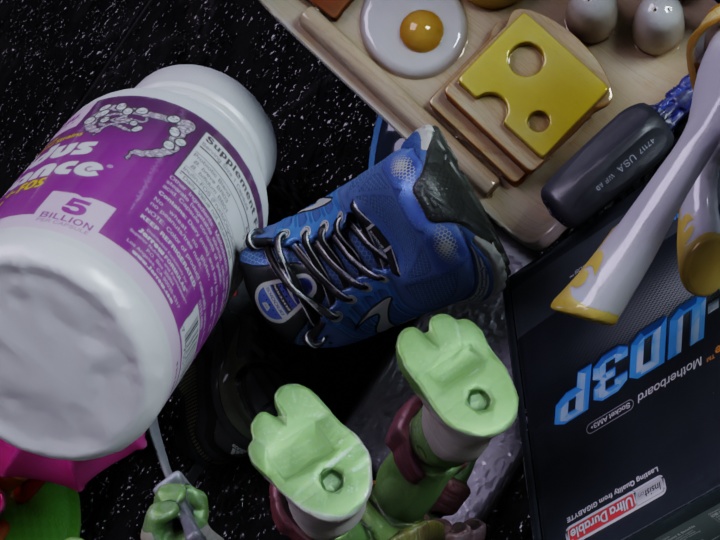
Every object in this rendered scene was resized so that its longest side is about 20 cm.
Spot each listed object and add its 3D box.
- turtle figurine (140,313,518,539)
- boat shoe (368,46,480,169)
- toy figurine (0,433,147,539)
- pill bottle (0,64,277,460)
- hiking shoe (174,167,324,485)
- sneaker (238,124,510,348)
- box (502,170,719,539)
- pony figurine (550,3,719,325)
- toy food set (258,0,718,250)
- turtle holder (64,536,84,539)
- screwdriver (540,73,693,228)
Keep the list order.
[{"bbox_3d":[-0.016,0.071,0.761,0.194,0.143,0.202,109,165,-62],"label":"turtle figurine"},{"bbox_3d":[0.073,-0.107,0.890,0.069,0.084,0.201,25,86,55],"label":"boat shoe"},{"bbox_3d":[-0.160,0.069,0.972,0.184,0.150,0.200,-39,11,44],"label":"toy figurine"},{"bbox_3d":[-0.107,-0.014,0.856,0.112,0.112,0.200,-33,17,32],"label":"pill bottle"},{"bbox_3d":[-0.079,0.016,0.989,0.100,0.076,0.201,-33,41,27],"label":"hiking shoe"},{"bbox_3d":[0.000,0.000,0.821,0.089,0.079,0.200,-26,-6,-20],"label":"sneaker"},{"bbox_3d":[0.148,0.022,0.718,0.199,0.046,0.160,-35,38,30],"label":"box"},{"bbox_3d":[0.156,-0.066,0.629,0.193,0.166,0.202,14,87,61],"label":"pony figurine"},{"bbox_3d":[0.059,-0.124,0.828,0.144,0.060,0.200,-45,77,-6],"label":"toy food set"},{"bbox_3d":[-0.114,0.207,0.826,0.140,0.131,0.187,-15,52,47],"label":"turtle holder"},{"bbox_3d":[0.152,-0.091,0.788,0.200,0.029,0.028,-45,-8,-6],"label":"screwdriver"}]
